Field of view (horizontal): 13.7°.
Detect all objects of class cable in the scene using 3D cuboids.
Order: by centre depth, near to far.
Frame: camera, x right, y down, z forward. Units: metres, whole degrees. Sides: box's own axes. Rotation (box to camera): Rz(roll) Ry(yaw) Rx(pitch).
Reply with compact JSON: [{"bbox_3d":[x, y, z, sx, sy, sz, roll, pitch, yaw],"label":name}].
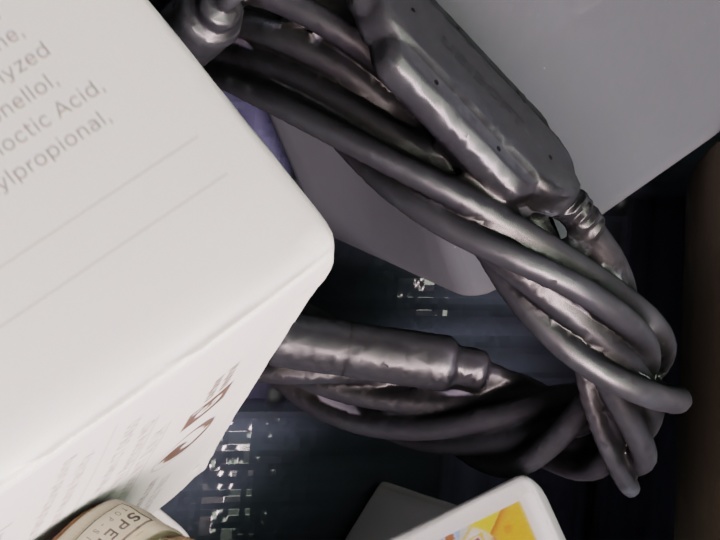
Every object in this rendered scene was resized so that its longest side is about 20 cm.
[{"bbox_3d":[0.000,0.000,0.804,0.200,0.163,0.051,44,52,-20],"label":"cable"}]

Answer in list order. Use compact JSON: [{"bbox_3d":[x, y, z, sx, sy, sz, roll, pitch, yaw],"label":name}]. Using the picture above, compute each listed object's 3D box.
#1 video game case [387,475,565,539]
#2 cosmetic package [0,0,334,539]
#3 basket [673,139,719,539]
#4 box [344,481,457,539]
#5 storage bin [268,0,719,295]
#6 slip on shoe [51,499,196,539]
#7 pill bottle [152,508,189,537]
[{"bbox_3d":[0.003,0.179,0.795,0.182,0.200,0.023,-27,152,7],"label":"video game case"},{"bbox_3d":[-0.142,-0.010,0.664,0.165,0.165,0.200,-35,81,-25],"label":"cosmetic package"},{"bbox_3d":[0.160,0.058,0.858,0.180,0.136,0.201,-5,65,-3],"label":"basket"},{"bbox_3d":[0.019,0.185,0.889,0.124,0.097,0.200,41,75,-31],"label":"box"},{"bbox_3d":[0.057,-0.091,0.857,0.200,0.145,0.135,-35,125,-24],"label":"storage bin"},{"bbox_3d":[-0.051,0.134,0.707,0.076,0.060,0.200,-46,158,-40],"label":"slip on shoe"},{"bbox_3d":[-0.130,0.133,0.772,0.113,0.113,0.200,39,76,-32],"label":"pill bottle"}]
